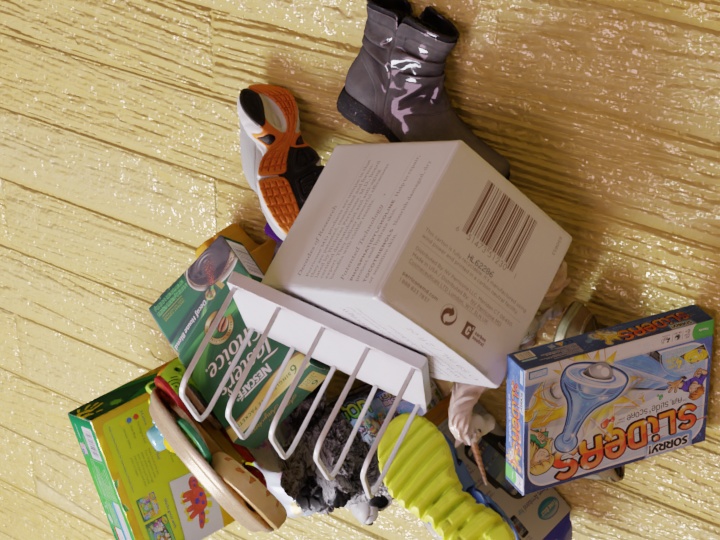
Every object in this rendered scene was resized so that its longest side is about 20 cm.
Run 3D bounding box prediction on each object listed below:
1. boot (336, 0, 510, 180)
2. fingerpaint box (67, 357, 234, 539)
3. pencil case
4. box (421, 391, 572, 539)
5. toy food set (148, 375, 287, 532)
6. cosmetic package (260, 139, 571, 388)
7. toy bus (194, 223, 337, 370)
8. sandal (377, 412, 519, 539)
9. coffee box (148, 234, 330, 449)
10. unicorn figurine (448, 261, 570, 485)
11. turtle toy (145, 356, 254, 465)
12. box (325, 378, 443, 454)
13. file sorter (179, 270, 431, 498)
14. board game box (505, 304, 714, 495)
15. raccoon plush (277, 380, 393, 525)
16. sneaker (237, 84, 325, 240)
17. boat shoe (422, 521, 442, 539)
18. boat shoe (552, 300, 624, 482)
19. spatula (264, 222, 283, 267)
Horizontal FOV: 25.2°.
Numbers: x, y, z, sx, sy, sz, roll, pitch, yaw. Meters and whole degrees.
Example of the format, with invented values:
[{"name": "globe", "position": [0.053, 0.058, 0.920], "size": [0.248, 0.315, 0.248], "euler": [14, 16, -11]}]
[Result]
[{"name": "boot", "position": [0.070, -0.170, 1.533], "size": [0.200, 0.070, 0.132], "euler": [31, 124, 16]}, {"name": "fingerpaint box", "position": [-0.233, 0.226, 1.916], "size": [0.073, 0.167, 0.200], "euler": [8, 121, 56]}, {"name": "pencil case", "position": [-0.092, 0.176, 1.763], "size": [0.091, 0.083, 0.200], "euler": [36, 154, 56]}, {"name": "box", "position": [0.130, 0.226, 1.664], "size": [0.200, 0.119, 0.041], "euler": [51, 136, 5]}, {"name": "toy food set", "position": [-0.149, 0.189, 1.666], "size": [0.198, 0.049, 0.200], "euler": [49, 178, 2]}, {"name": "cosmetic package", "position": [0.051, -0.008, 1.496], "size": [0.167, 0.167, 0.200], "euler": [37, 162, -29]}, {"name": "toy bus", "position": [-0.093, 0.035, 1.774], "size": [0.200, 0.065, 0.078], "euler": [54, 134, 1]}, {"name": "sandal", "position": [0.089, 0.225, 1.576], "size": [0.079, 0.087, 0.200], "euler": [-39, 63, 8]}, {"name": "coffee box", "position": [-0.127, 0.072, 1.672], "size": [0.123, 0.044, 0.200], "euler": [-44, 57, 14]}, {"name": "unicorn figurine", "position": [0.136, 0.084, 1.566], "size": [0.074, 0.137, 0.200], "euler": [24, 129, 21]}, {"name": "turtle toy", "position": [-0.167, 0.171, 1.847], "size": [0.200, 0.146, 0.101], "euler": [29, 142, -31]}, {"name": "box", "position": [0.020, 0.181, 1.786], "size": [0.200, 0.035, 0.110], "euler": [-26, 96, 44]}, {"name": "file sorter", "position": [-0.050, 0.114, 1.511], "size": [0.200, 0.125, 0.139], "euler": [23, 164, 12]}, {"name": "board game box", "position": [0.228, 0.118, 1.478], "size": [0.034, 0.200, 0.136], "euler": [-135, 36, -55]}, {"name": "raccoon plush", "position": [-0.006, 0.175, 1.716], "size": [0.097, 0.134, 0.201], "euler": [16, 106, 42]}, {"name": "sneaker", "position": [-0.081, -0.095, 1.654], "size": [0.092, 0.076, 0.200], "euler": [102, 159, -49]}, {"name": "boat shoe", "position": [0.150, 0.298, 1.719], "size": [0.200, 0.074, 0.069], "euler": [39, 138, 17]}, {"name": "boat shoe", "position": [0.225, 0.120, 1.566], "size": [0.063, 0.073, 0.201], "euler": [11, 123, 26]}, {"name": "spatula", "position": [-0.097, 0.007, 1.719], "size": [0.056, 0.021, 0.200], "euler": [27, 95, 14]}]
